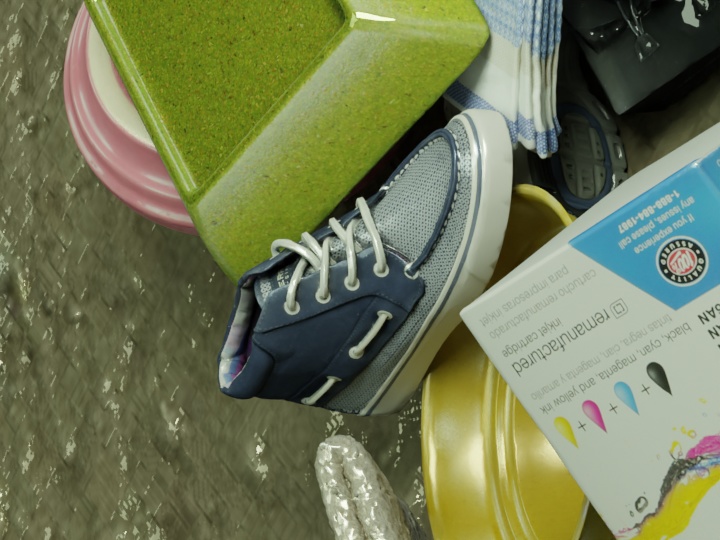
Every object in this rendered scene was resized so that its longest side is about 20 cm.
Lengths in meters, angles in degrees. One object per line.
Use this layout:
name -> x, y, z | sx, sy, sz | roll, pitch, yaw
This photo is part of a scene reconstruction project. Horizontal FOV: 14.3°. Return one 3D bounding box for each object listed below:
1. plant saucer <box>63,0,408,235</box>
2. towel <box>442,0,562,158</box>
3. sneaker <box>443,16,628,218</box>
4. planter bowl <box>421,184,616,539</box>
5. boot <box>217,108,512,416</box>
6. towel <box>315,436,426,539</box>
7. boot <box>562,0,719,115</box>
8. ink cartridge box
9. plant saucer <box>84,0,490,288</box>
plant saucer -> -0.063, -0.117, 1.491 | 0.200, 0.051, 0.201 | -5, 67, 13
towel -> 0.051, -0.165, 1.315 | 0.147, 0.024, 0.200 | 41, 139, 50
sneaker -> 0.071, -0.105, 1.401 | 0.087, 0.075, 0.200 | -20, 70, 52
planter bowl -> 0.102, 0.064, 1.312 | 0.200, 0.083, 0.200 | -175, 90, -70
boot -> 0.000, 0.000, 1.348 | 0.200, 0.090, 0.073 | 115, 151, -43
towel -> 0.030, 0.183, 1.361 | 0.034, 0.133, 0.200 | -21, 64, 4
boot -> 0.164, -0.185, 1.311 | 0.200, 0.066, 0.165 | -40, 54, 45
ink cartridge box -> 0.175, 0.042, 1.143 | 0.147, 0.145, 0.200 | -34, 91, 43
plant saucer -> -0.054, -0.124, 1.380 | 0.200, 0.048, 0.200 | -46, 57, 32
